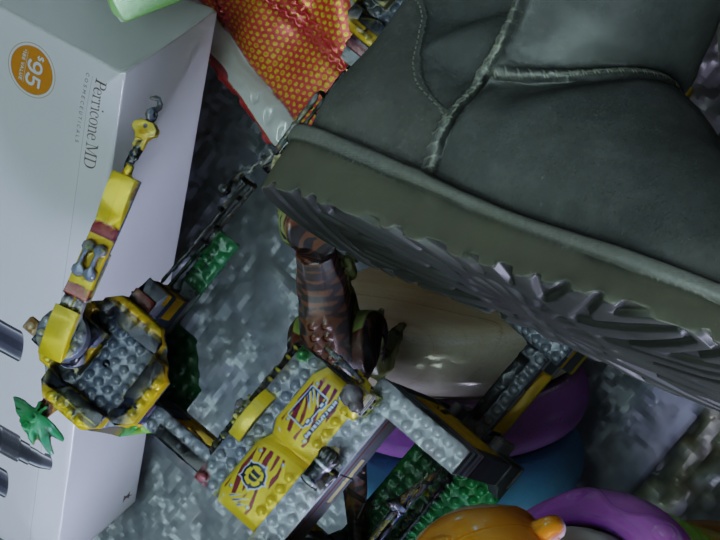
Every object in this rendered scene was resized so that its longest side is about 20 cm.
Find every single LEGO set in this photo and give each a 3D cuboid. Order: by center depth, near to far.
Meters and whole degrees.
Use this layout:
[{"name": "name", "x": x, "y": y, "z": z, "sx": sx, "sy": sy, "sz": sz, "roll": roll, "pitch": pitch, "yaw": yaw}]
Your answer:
[{"name": "LEGO set", "x": 0.000, "y": 0.000, "z": 0.688, "sx": 0.200, "sy": 0.116, "sz": 0.154, "roll": -42, "pitch": 77, "yaw": 4}]

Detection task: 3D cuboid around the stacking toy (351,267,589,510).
[{"name": "stacking toy", "x": 0.029, "y": 0.101, "z": 0.810, "sx": 0.085, "sy": 0.085, "sz": 0.201, "roll": 7, "pitch": 109, "yaw": 22}]

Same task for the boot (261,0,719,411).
[{"name": "boot", "x": 0.082, "y": -0.079, "z": 0.602, "sx": 0.181, "sy": 0.073, "sz": 0.200, "roll": 25, "pitch": 79, "yaw": 27}]

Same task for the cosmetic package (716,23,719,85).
[{"name": "cosmetic package", "x": 0.144, "y": -0.019, "z": 0.616, "sx": 0.103, "sy": 0.073, "sz": 0.201, "roll": -16, "pitch": 66, "yaw": 39}]

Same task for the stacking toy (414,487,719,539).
[{"name": "stacking toy", "x": 0.065, "y": 0.099, "z": 0.677, "sx": 0.116, "sy": 0.200, "sz": 0.110, "roll": -30, "pitch": 54, "yaw": 18}]

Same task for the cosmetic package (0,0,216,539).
[{"name": "cosmetic package", "x": -0.103, "y": -0.006, "z": 0.818, "sx": 0.082, "sy": 0.051, "sz": 0.200, "roll": 27, "pitch": 131, "yaw": 18}]

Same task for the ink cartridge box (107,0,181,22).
[{"name": "ink cartridge box", "x": 0.003, "y": -0.162, "z": 0.714, "sx": 0.199, "sy": 0.067, "sz": 0.117, "roll": -21, "pitch": 135, "yaw": -2}]

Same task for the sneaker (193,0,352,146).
[{"name": "sneaker", "x": -0.032, "y": -0.101, "z": 0.804, "sx": 0.077, "sy": 0.073, "sz": 0.200, "roll": -43, "pitch": 89, "yaw": 9}]
